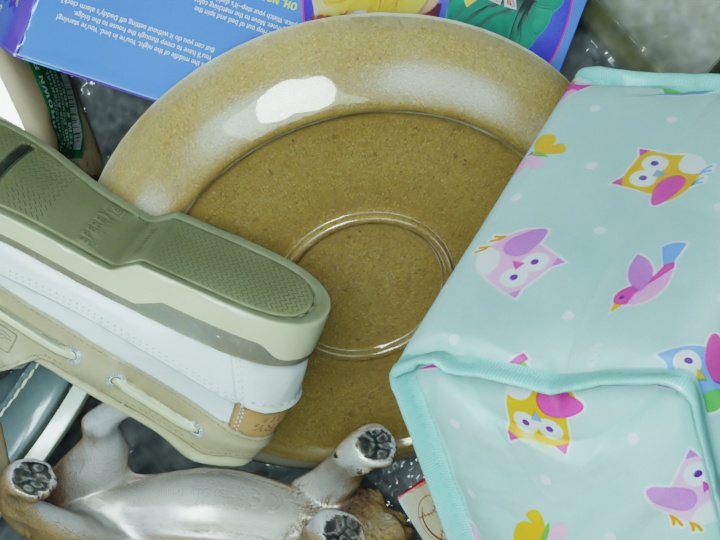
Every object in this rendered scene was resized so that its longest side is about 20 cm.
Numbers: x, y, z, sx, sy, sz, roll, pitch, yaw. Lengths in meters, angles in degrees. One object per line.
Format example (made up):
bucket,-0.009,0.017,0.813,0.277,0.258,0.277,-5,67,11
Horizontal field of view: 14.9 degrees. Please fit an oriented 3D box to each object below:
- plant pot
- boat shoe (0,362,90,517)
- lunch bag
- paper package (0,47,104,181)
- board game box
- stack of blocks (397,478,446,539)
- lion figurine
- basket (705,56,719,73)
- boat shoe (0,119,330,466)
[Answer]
plant pot,0.000,0.000,0.985,0.199,0.028,0.201,-6,128,-8
boat shoe,-0.167,0.082,1.046,0.062,0.073,0.200,41,104,-4
lunch bag,0.105,0.058,0.889,0.121,0.171,0.201,3,130,29
paper package,-0.219,-0.086,1.016,0.190,0.103,0.201,-23,93,8
board game box,-0.016,-0.113,0.973,0.199,0.045,0.135,17,99,-26
stack of blocks,0.117,0.131,0.984,0.059,0.115,0.201,-36,85,47
lion figurine,-0.058,0.094,1.003,0.199,0.123,0.073,19,61,-7
basket,0.226,-0.028,0.963,0.200,0.136,0.180,44,98,-4
boat shoe,-0.111,0.002,0.926,0.199,0.075,0.069,27,115,12
